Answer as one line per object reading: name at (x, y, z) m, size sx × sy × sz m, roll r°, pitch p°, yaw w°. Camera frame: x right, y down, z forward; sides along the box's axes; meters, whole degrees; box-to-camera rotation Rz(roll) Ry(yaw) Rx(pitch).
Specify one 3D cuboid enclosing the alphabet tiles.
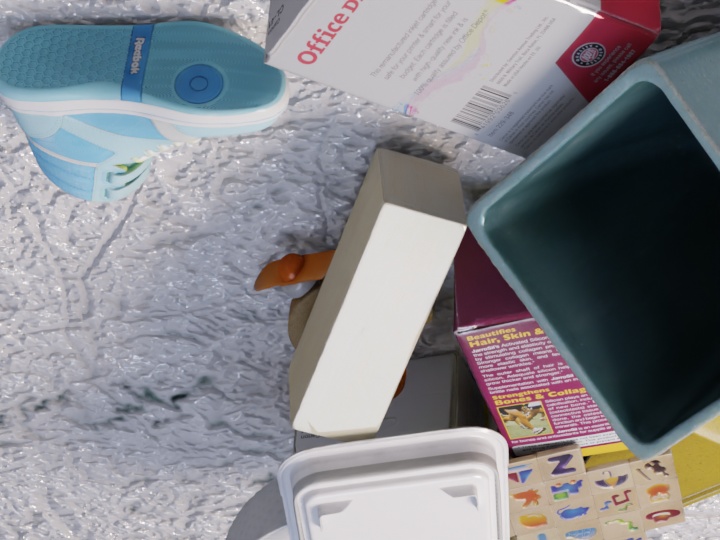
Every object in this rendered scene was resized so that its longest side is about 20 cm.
alphabet tiles at (0.149, 0.188, 1.550) m, size 0.198 × 0.008 × 0.168 m, roll -14°, pitch 139°, yaw 6°

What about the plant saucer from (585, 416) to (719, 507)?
plant saucer at (0.248, 0.143, 1.667) m, size 0.199 × 0.049 × 0.200 m, roll 24°, pitch 146°, yaw -26°

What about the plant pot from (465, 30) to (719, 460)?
plant pot at (0.231, -0.037, 1.267) m, size 0.196 × 0.199 × 0.196 m, roll 54°, pitch 137°, yaw 5°

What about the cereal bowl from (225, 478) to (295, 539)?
cereal bowl at (-0.016, 0.214, 1.615) m, size 0.198 × 0.084 × 0.201 m, roll -7°, pitch 140°, yaw -6°

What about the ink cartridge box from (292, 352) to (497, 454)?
ink cartridge box at (0.045, 0.161, 1.697) m, size 0.144 × 0.084 × 0.200 m, roll -9°, pitch 144°, yaw 18°

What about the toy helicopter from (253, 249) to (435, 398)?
toy helicopter at (0.000, 0.000, 1.496) m, size 0.131 × 0.079 × 0.201 m, roll 21°, pitch 133°, yaw -9°

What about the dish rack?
dish rack at (0.031, 0.197, 1.504) m, size 0.170 × 0.044 × 0.201 m, roll -8°, pitch 141°, yaw -1°

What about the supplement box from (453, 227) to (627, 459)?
supplement box at (0.149, 0.045, 1.462) m, size 0.130 × 0.104 × 0.200 m, roll -9°, pitch 144°, yaw 12°

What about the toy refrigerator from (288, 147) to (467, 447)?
toy refrigerator at (0.012, 0.022, 1.426) m, size 0.069 × 0.076 × 0.201 m, roll 14°, pitch 121°, yaw -12°

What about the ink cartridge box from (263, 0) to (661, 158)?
ink cartridge box at (0.061, -0.163, 1.218) m, size 0.199 × 0.086 × 0.148 m, roll 20°, pitch 143°, yaw -21°

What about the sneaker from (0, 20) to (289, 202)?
sneaker at (-0.137, -0.099, 1.342) m, size 0.198 × 0.080 × 0.131 m, roll 7°, pitch 145°, yaw 12°

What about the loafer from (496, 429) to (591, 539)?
loafer at (0.145, 0.156, 1.619) m, size 0.076 × 0.067 × 0.201 m, roll -21°, pitch 128°, yaw -36°
